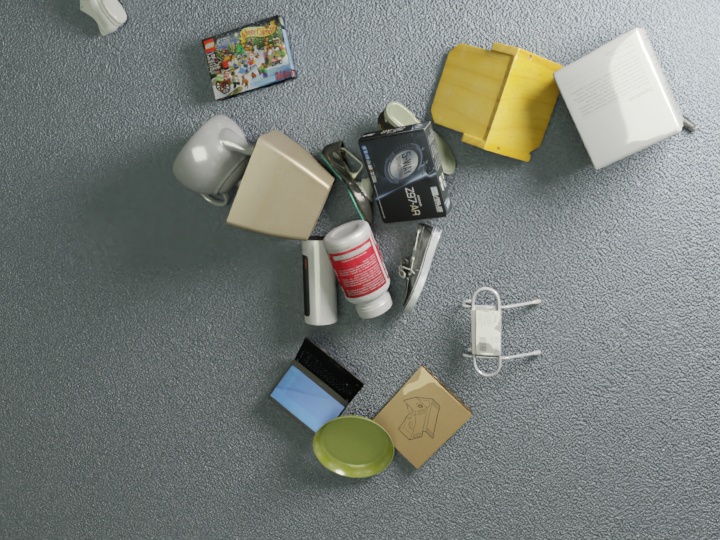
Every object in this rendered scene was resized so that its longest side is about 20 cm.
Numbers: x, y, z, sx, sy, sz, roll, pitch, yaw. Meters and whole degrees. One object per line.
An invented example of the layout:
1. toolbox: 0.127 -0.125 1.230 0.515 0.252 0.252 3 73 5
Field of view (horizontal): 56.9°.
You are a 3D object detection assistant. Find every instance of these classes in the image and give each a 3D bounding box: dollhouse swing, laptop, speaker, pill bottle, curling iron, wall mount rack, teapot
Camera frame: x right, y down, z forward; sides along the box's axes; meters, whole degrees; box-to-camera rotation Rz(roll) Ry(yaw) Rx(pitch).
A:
1. dollhouse swing: 0.280 -0.361 1.399 0.179 0.176 0.203 8 107 -30
2. laptop: -0.110 0.285 1.588 0.176 0.104 0.201 37 145 4
3. speaker: -0.094 0.020 1.548 0.080 0.081 0.204 2 102 14
4. pill bottle: 0.000 0.000 1.492 0.111 0.113 0.202 -16 111 17
5. curling iron: 0.593 -0.346 1.322 0.200 0.026 0.050 45 119 3
6. wall mount rack: 0.310 0.130 1.471 0.171 0.074 0.204 1 101 18
7. teapot: -0.320 -0.240 1.509 0.146 0.200 0.198 41 97 -8

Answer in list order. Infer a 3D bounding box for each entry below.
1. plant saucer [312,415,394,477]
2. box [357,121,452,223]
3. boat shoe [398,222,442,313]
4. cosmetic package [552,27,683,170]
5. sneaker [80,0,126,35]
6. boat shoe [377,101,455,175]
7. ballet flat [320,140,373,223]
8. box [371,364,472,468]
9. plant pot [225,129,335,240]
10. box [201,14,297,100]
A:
1. plant saucer: -0.016 0.418 1.604 0.196 0.031 0.203 2 121 4
2. box: 0.097 -0.205 1.424 0.158 0.044 0.202 -3 120 29
3. boat shoe: 0.120 -0.006 1.489 0.067 0.074 0.202 19 105 6
4. cosmetic package: 0.493 -0.328 1.263 0.165 0.167 0.202 -24 95 32
5. sneaker: -0.639 -0.654 1.567 0.088 0.075 0.202 -26 95 29
6. boat shoe: 0.122 -0.278 1.444 0.201 0.072 0.060 43 149 -9
7. ballet flat: -0.013 -0.203 1.492 0.068 0.068 0.202 -33 92 9
8. box: 0.142 0.349 1.581 0.163 0.021 0.201 42 109 4
9. plant pot: -0.163 -0.175 1.477 0.175 0.200 0.202 24 106 -3
10. box: -0.253 -0.481 1.513 0.197 0.038 0.139 -11 98 16
